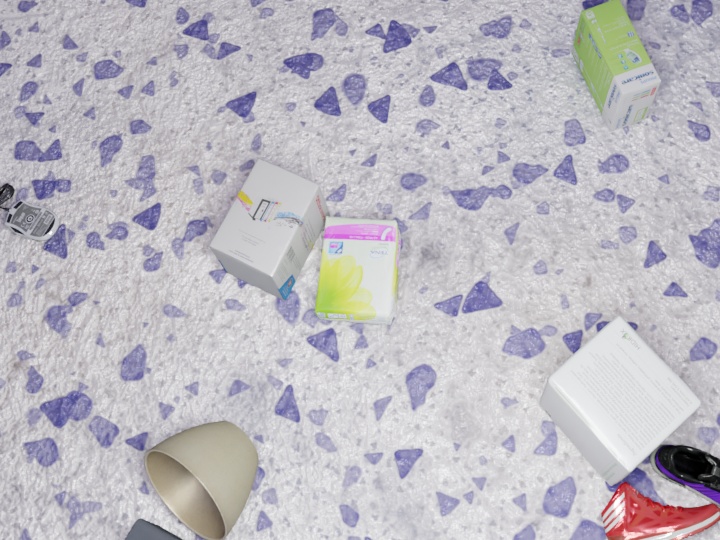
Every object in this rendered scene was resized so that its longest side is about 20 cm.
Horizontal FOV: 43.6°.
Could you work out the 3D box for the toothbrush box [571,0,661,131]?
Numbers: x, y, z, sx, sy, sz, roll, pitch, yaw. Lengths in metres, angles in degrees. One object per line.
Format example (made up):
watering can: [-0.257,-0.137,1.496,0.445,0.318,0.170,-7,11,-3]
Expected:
toothbrush box: [0.501,-0.404,1.779,0.084,0.146,0.203,-18,69,-1]

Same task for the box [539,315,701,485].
box: [0.433,0.226,1.534,0.170,0.199,0.201,-38,71,-7]

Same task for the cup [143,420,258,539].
cup: [-0.261,0.351,1.588,0.199,0.202,0.143,36,51,17]

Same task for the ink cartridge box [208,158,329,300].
ink cartridge box: [-0.171,-0.079,1.737,0.142,0.148,0.203,24,74,14]

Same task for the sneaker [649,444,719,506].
sneaker: [0.597,0.349,1.522,0.196,0.100,0.071,19,73,7]

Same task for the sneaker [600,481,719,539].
sneaker: [0.504,0.404,1.529,0.196,0.079,0.117,-19,71,-2]

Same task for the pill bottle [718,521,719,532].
pill bottle: [0.644,0.506,1.458,0.109,0.111,0.204,-7,70,4]

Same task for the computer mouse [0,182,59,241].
computer mouse: [-0.700,-0.105,1.863,0.197,0.044,0.111,23,70,19]

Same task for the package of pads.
package of pads: [0.000,0.000,1.733,0.151,0.068,0.204,4,72,9]

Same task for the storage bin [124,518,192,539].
storage bin: [-0.369,0.535,1.554,0.133,0.146,0.202,24,74,24]
